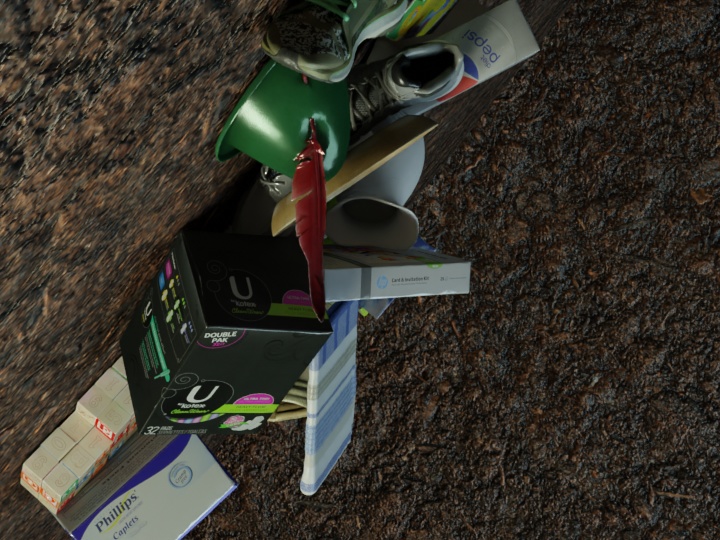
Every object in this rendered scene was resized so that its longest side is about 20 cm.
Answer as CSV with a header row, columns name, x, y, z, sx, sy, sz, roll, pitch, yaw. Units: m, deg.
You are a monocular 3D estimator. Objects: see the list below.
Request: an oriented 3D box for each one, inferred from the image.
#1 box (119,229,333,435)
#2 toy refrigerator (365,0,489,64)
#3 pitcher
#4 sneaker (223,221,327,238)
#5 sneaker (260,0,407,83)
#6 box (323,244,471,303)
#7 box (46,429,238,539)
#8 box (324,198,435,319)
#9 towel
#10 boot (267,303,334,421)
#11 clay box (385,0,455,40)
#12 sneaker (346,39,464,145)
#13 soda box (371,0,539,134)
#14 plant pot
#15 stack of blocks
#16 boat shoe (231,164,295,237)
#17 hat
name,x,y,z,sx,sy,sz,roll,pitch,yaw
box,-0.145,0.069,1.304,0.148,0.125,0.200,4,140,-32
toy refrigerator,0.074,-0.265,1.480,0.200,0.070,0.076,-46,168,-49
pitcher,-0.010,-0.114,1.479,0.122,0.170,0.201,77,13,-45
sneaker,-0.110,-0.025,1.469,0.200,0.090,0.075,-47,175,-40
sneaker,-0.015,-0.221,0.996,0.200,0.077,0.089,-53,167,-49
box,0.000,0.000,1.402,0.199,0.156,0.042,-2,100,-34
box,-0.276,0.265,1.521,0.184,0.105,0.200,-42,-159,-16
box,-0.016,-0.038,1.581,0.122,0.200,0.048,-49,165,-7
towel,-0.035,0.133,1.394,0.147,0.024,0.201,-50,146,-62
boot,-0.123,0.095,1.465,0.072,0.199,0.156,50,48,-53
clay box,0.070,-0.288,1.240,0.115,0.048,0.200,-49,176,19
sneaker,0.011,-0.176,1.210,0.199,0.075,0.115,-28,-176,-2
soda box,0.089,-0.216,1.341,0.199,0.064,0.068,-27,-176,4
plant pot,-0.012,-0.100,1.247,0.199,0.028,0.200,-34,-177,2
stack of blocks,-0.301,0.178,1.449,0.200,0.058,0.115,-48,175,-29
boat shoe,-0.075,-0.106,1.328,0.200,0.072,0.068,-48,161,6
hat,-0.019,-0.104,1.128,0.200,0.176,0.166,-51,175,22
